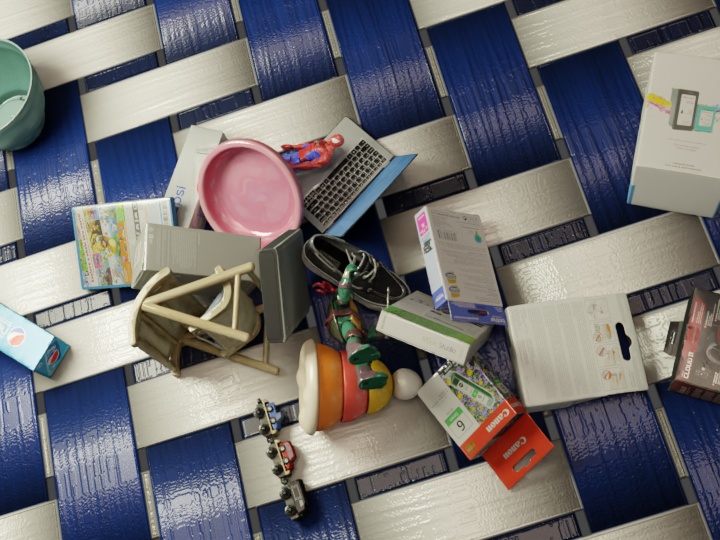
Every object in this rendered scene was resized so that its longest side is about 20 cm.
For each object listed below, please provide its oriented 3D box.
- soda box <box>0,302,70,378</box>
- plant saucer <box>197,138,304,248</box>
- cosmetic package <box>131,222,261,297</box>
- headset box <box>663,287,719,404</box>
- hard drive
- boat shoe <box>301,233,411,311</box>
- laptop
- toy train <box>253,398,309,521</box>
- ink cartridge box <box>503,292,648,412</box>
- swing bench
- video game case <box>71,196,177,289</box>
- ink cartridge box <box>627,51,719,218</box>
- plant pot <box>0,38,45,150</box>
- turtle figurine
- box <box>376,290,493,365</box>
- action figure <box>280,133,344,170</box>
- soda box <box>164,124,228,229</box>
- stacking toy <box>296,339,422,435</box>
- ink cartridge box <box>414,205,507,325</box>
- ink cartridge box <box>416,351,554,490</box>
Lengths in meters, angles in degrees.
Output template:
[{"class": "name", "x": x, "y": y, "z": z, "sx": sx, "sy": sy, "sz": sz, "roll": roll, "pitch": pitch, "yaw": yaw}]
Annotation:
[{"class": "soda box", "x": -0.608, "y": 0.106, "z": 1.627, "sx": 0.197, "sy": 0.064, "sz": 0.069, "roll": 27, "pitch": 78, "yaw": 18}, {"class": "plant saucer", "x": -0.180, "y": -0.129, "z": 1.590, "sx": 0.197, "sy": 0.204, "sz": 0.051, "roll": 18, "pitch": 31, "yaw": 16}, {"class": "cosmetic package", "x": -0.268, "y": -0.013, "z": 1.541, "sx": 0.196, "sy": 0.107, "sz": 0.092, "roll": 9, "pitch": 68, "yaw": -21}, {"class": "headset box", "x": 0.558, "y": 0.124, "z": 1.407, "sx": 0.196, "sy": 0.075, "sz": 0.152, "roll": 14, "pitch": 74, "yaw": 14}, {"class": "hard drive", "x": -0.118, "y": 0.019, "z": 1.475, "sx": 0.032, "sy": 0.200, "sz": 0.143, "roll": -4, "pitch": 100, "yaw": 8}, {"class": "boat shoe", "x": 0.000, "y": 0.000, "z": 1.519, "sx": 0.198, "sy": 0.068, "sz": 0.073, "roll": 31, "pitch": 65, "yaw": -8}, {"class": "laptop", "x": -0.028, "y": -0.164, "z": 1.589, "sx": 0.199, "sy": 0.116, "sz": 0.187, "roll": 41, "pitch": 82, "yaw": 20}, {"class": "toy train", "x": -0.124, "y": 0.294, "z": 1.493, "sx": 0.045, "sy": 0.034, "sz": 0.203, "roll": -21, "pitch": 69, "yaw": -1}, {"class": "ink cartridge box", "x": 0.333, "y": 0.127, "z": 1.471, "sx": 0.195, "sy": 0.047, "sz": 0.164, "roll": -7, "pitch": 69, "yaw": -4}, {"class": "swing bench", "x": -0.242, "y": 0.082, "z": 1.499, "sx": 0.195, "sy": 0.199, "sz": 0.133, "roll": -2, "pitch": 70, "yaw": 9}, {"class": "video game case", "x": -0.403, "y": -0.045, "z": 1.622, "sx": 0.195, "sy": 0.018, "sz": 0.147, "roll": -4, "pitch": 96, "yaw": 17}, {"class": "ink cartridge box", "x": 0.516, "y": -0.215, "z": 1.493, "sx": 0.143, "sy": 0.147, "sz": 0.204, "roll": 10, "pitch": 72, "yaw": 14}, {"class": "plant pot", "x": -0.668, "y": -0.304, "z": 1.742, "sx": 0.195, "sy": 0.134, "sz": 0.205, "roll": -3, "pitch": 70, "yaw": 9}, {"class": "turtle figurine", "x": -0.005, "y": 0.076, "z": 1.439, "sx": 0.099, "sy": 0.150, "sz": 0.203, "roll": -28, "pitch": 45, "yaw": 16}, {"class": "box", "x": 0.119, "y": 0.084, "z": 1.438, "sx": 0.142, "sy": 0.200, "sz": 0.037, "roll": 21, "pitch": 102, "yaw": 16}, {"class": "action figure", "x": -0.118, "y": -0.189, "z": 1.631, "sx": 0.196, "sy": 0.052, "sz": 0.066, "roll": -22, "pitch": 41, "yaw": 9}, {"class": "soda box", "x": -0.293, "y": -0.149, "z": 1.659, "sx": 0.067, "sy": 0.064, "sz": 0.204, "roll": 14, "pitch": 74, "yaw": 15}, {"class": "stacking toy", "x": 0.000, "y": 0.183, "z": 1.480, "sx": 0.195, "sy": 0.146, "sz": 0.150, "roll": 1, "pitch": 70, "yaw": -10}, {"class": "ink cartridge box", "x": 0.159, "y": -0.001, "z": 1.496, "sx": 0.117, "sy": 0.042, "sz": 0.204, "roll": 8, "pitch": 56, "yaw": -33}, {"class": "ink cartridge box", "x": 0.189, "y": 0.225, "z": 1.431, "sx": 0.109, "sy": 0.050, "sz": 0.201, "roll": -47, "pitch": 67, "yaw": 19}]
